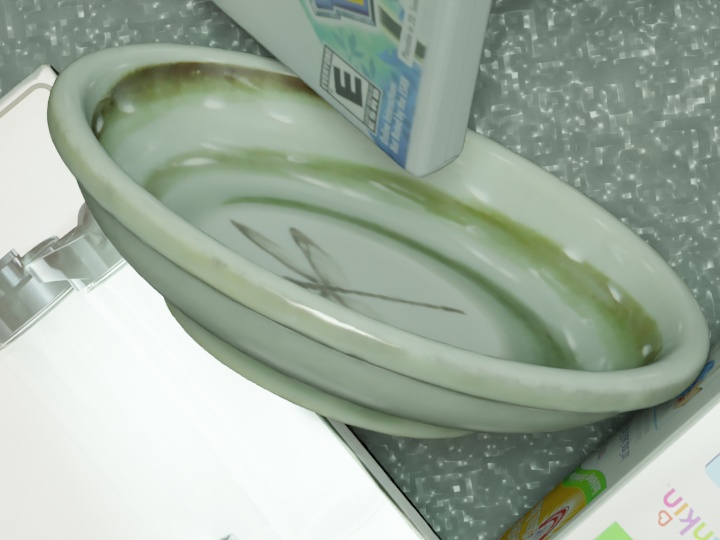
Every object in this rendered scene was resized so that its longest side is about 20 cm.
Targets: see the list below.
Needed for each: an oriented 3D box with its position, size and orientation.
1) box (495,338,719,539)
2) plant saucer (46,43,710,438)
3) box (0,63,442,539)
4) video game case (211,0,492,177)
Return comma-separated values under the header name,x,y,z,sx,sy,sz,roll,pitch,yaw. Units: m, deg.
name,x,y,z,sx,sy,sz,roll,pitch,yaw
box,0.138,0.064,0.745,0.200,0.101,0.113,-42,90,8
plant saucer,0.000,0.000,0.758,0.200,0.200,0.050,23,111,2
box,-0.075,0.050,0.818,0.117,0.060,0.200,-38,87,-2
video game case,-0.025,-0.149,0.742,0.022,0.200,0.182,-31,59,-30
